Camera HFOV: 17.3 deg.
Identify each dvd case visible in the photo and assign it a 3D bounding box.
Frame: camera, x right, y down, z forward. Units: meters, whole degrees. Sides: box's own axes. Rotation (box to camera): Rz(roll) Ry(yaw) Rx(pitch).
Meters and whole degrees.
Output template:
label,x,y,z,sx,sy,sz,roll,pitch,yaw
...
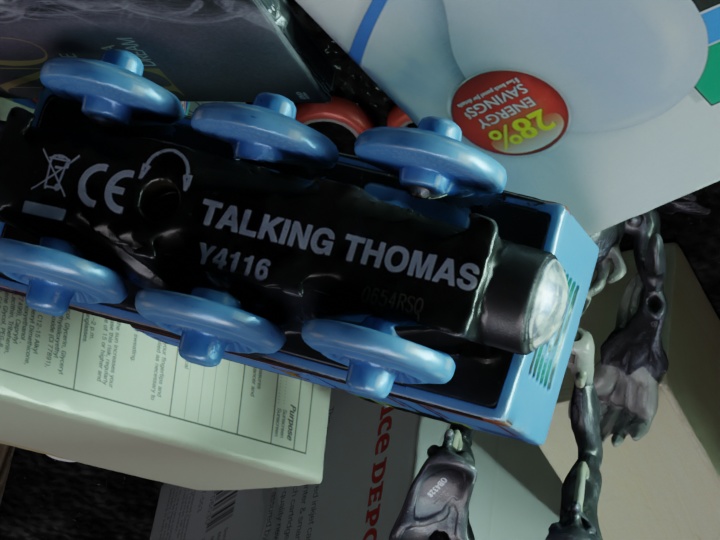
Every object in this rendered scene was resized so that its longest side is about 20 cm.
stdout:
label,x,y,z,sx,sy,sz,roll,pitch,yaw
dvd case,-0.122,-0.084,0.720,0.199,0.016,0.149,3,163,16

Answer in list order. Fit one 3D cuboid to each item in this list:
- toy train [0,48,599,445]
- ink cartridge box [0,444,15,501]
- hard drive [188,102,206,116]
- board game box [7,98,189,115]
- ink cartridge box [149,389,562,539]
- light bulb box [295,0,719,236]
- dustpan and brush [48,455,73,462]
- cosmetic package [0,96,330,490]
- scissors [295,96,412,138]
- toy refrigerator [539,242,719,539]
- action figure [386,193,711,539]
label,x,y,z,sx,sy,sz,roll,pitch,yaw
toy train,-0.026,-0.005,0.732,0.200,0.087,0.114,13,170,20
ink cartridge box,-0.261,0.128,1.126,0.164,0.075,0.200,17,138,-5
hard drive,-0.142,-0.045,0.939,0.199,0.027,0.132,2,138,10
board game box,-0.168,-0.095,0.810,0.199,0.045,0.152,6,155,9
ink cartridge box,-0.010,0.127,1.012,0.086,0.147,0.200,34,135,-26
light bulb box,0.082,-0.135,0.711,0.198,0.125,0.200,-24,127,35
dustpan and brush,-0.122,0.039,0.976,0.139,0.057,0.200,10,150,0
cosmetic package,-0.100,0.010,0.837,0.073,0.104,0.200,-8,159,41
scissors,0.000,0.000,0.967,0.073,0.014,0.200,8,137,1
toy refrigerator,0.133,0.086,0.988,0.070,0.076,0.200,-13,134,25
action figure,0.057,0.026,0.846,0.119,0.200,0.102,13,144,-2
